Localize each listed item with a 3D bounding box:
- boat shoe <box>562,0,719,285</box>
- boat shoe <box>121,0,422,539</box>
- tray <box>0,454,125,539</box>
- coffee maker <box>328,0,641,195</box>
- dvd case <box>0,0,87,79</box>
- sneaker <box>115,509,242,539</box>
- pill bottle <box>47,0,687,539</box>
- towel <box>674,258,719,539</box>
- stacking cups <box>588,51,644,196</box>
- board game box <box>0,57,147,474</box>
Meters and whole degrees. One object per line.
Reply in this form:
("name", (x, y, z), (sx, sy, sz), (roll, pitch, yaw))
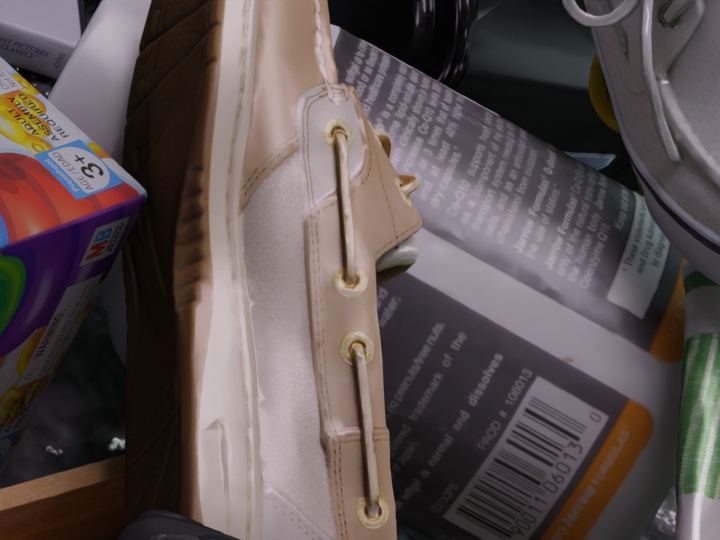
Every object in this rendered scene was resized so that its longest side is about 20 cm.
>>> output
("boat shoe", (0.092, -0.083, 0.778), (0.086, 0.074, 0.203), (60, 12, -45))
("boat shoe", (-0.019, -0.005, 0.724), (0.069, 0.074, 0.201), (8, 72, -21))
("tray", (-0.025, 0.131, 0.691), (0.098, 0.037, 0.200), (-13, 52, -49))
("coffee maker", (0.077, -0.097, 0.949), (0.199, 0.193, 0.135), (5, 39, -37))
("dvd case", (-0.186, -0.136, 0.944), (0.199, 0.018, 0.143), (17, 35, -23))
("sneaker", (-0.069, 0.106, 0.603), (0.199, 0.077, 0.112), (5, 57, -13))
("pill bottle", (0.000, 0.000, 0.818), (0.199, 0.117, 0.117), (29, 31, -5))
("towel", (0.129, 0.109, 0.757), (0.152, 0.023, 0.201), (30, 55, -34))
("stacking cups", (0.129, 0.004, 0.889), (0.061, 0.060, 0.200), (-107, 171, -48))
("board game box", (-0.162, 0.009, 0.676), (0.105, 0.103, 0.200), (41, 32, 16))
